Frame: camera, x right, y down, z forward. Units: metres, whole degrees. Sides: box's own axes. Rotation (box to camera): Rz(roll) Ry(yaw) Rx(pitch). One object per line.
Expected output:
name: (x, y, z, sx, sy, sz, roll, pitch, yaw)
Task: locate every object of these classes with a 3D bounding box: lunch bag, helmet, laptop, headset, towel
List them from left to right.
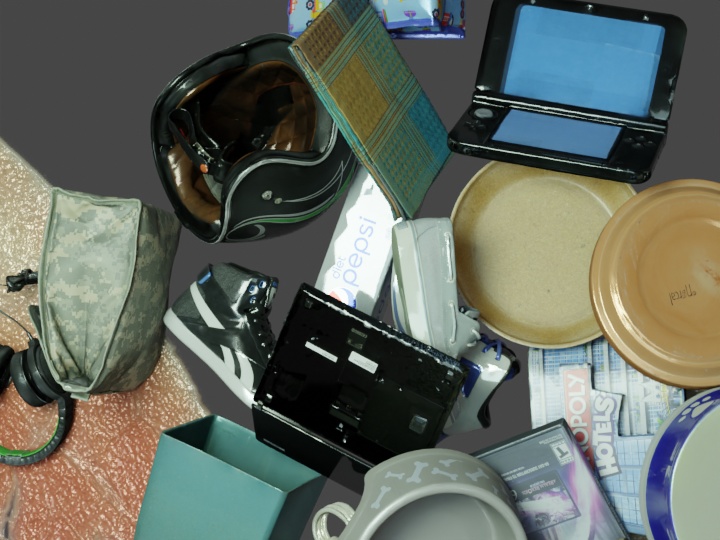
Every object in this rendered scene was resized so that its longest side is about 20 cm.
headset: (-0.363, 0.103, 1.740, 0.122, 0.094, 0.203, 2, 102, 11)
lunch bag: (-0.260, 0.029, 1.657, 0.116, 0.164, 0.203, 7, 88, 9)
helmet: (-0.091, -0.129, 1.607, 0.189, 0.200, 0.201, -26, 78, -27)
laptop: (-0.003, 0.128, 1.551, 0.176, 0.103, 0.202, 26, 106, 9)
lunch bag: (0.002, -0.311, 1.656, 0.198, 0.094, 0.153, 1, 89, 24)
towel: (0.015, -0.163, 1.568, 0.022, 0.147, 0.201, -21, 111, 36)

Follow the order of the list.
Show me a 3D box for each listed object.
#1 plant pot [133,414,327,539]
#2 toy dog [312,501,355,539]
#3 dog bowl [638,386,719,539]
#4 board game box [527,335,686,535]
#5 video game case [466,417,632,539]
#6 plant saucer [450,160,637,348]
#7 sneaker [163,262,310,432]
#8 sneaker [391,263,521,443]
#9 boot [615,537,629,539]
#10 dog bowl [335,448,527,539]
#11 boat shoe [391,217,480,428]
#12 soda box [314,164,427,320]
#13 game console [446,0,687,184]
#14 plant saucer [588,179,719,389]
plant pot: (-0.145, 0.270, 1.630, 0.140, 0.141, 0.202, 23, 100, 15)
toy dog: (0.029, 0.322, 1.614, 0.199, 0.096, 0.133, 32, 103, 27)
dog bowl: (0.359, 0.206, 1.488, 0.198, 0.079, 0.203, 1, 86, -10)
board game box: (0.217, 0.165, 1.576, 0.197, 0.062, 0.203, -5, 85, 14)
video game case: (0.177, 0.249, 1.549, 0.142, 0.019, 0.201, -24, 102, 26)
plant saucer: (0.183, -0.021, 1.592, 0.198, 0.035, 0.203, -1, 78, 3)
sneaker: (-0.100, 0.067, 1.658, 0.200, 0.073, 0.112, 40, 98, 15)
sneaker: (0.097, 0.071, 1.611, 0.114, 0.081, 0.202, -8, 91, 10)
boot: (0.191, 0.333, 1.529, 0.149, 0.073, 0.202, 0, 126, 14)
dog bowl: (0.064, 0.266, 1.482, 0.198, 0.059, 0.203, -4, 106, -15)
boat shoe: (0.079, 0.048, 1.535, 0.071, 0.070, 0.203, -12, 101, -4)
soda box: (0.000, 0.000, 1.641, 0.068, 0.063, 0.202, 20, 92, 13)
game console: (0.200, -0.179, 1.578, 0.198, 0.176, 0.118, 11, 118, 15)
plant saucer: (0.316, 0.010, 1.545, 0.198, 0.032, 0.203, 0, 76, 1)
